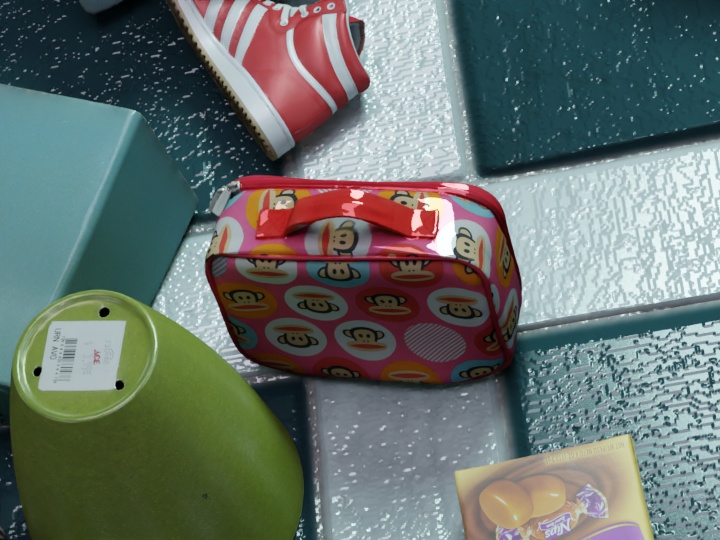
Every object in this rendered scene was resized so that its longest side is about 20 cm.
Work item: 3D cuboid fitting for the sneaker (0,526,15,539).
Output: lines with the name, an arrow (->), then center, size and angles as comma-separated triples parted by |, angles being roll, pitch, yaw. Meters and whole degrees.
sneaker -> -0.250, 0.186, 1.598 | 0.074, 0.088, 0.200 | -36, 77, -20

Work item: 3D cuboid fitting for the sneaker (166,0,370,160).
sneaker -> -0.068, -0.183, 1.825 | 0.112, 0.071, 0.200 | -33, 65, -3

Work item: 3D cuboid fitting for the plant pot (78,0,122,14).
plant pot -> -0.194, -0.357, 1.899 | 0.196, 0.196, 0.200 | -32, 44, -7

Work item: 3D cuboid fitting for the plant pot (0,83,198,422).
plant pot -> -0.223, -0.002, 1.714 | 0.141, 0.141, 0.201 | 11, 69, 20

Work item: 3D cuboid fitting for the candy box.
candy box -> 0.132, 0.209, 1.543 | 0.116, 0.057, 0.201 | -13, 58, 4

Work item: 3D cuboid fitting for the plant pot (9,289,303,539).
plant pot -> -0.148, 0.104, 1.587 | 0.186, 0.200, 0.188 | -6, 58, 10

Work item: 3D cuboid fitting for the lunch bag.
lunch bag -> 0.000, 0.000, 1.632 | 0.199, 0.176, 0.082 | 2, 59, 14
